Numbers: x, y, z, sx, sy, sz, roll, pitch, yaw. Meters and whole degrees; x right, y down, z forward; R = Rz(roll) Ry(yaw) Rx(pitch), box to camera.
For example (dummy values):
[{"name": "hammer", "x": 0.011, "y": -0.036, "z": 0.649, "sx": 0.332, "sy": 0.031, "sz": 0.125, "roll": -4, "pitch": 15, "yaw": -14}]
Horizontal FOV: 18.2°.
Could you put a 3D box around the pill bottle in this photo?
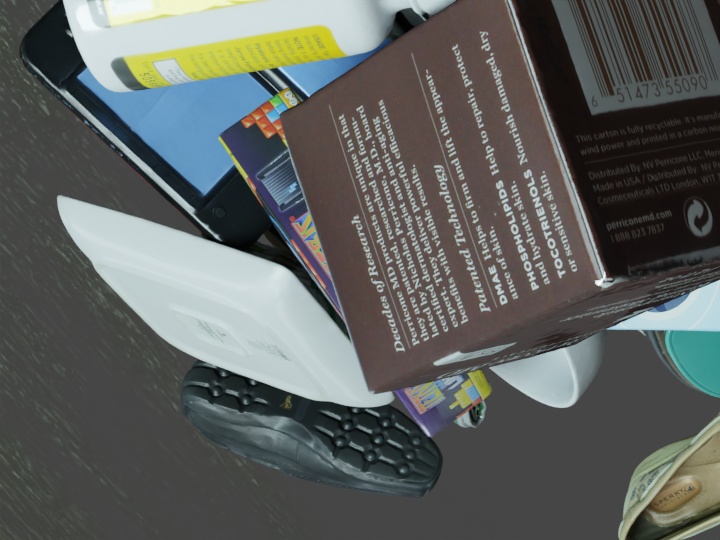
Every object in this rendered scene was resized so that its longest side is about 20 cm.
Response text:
[{"name": "pill bottle", "x": -0.045, "y": -0.160, "z": 1.158, "sx": 0.200, "sy": 0.111, "sz": 0.111, "roll": -7, "pitch": 121, "yaw": 14}]

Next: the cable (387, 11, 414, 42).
[{"name": "cable", "x": -0.020, "y": -0.188, "z": 1.234, "sx": 0.200, "sy": 0.050, "sz": 0.097, "roll": 22, "pitch": 121, "yaw": -7}]

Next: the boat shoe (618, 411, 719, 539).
[{"name": "boat shoe", "x": 0.249, "y": 0.130, "z": 1.489, "sx": 0.073, "sy": 0.063, "sz": 0.200, "roll": 41, "pitch": 132, "yaw": -5}]

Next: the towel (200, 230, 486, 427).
[{"name": "towel", "x": -0.014, "y": 0.043, "z": 1.543, "sx": 0.200, "sy": 0.031, "sz": 0.149, "roll": 19, "pitch": 155, "yaw": 18}]

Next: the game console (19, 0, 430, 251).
[{"name": "game console", "x": -0.086, "y": -0.143, "z": 1.428, "sx": 0.200, "sy": 0.172, "sz": 0.119, "roll": 43, "pitch": 158, "yaw": -3}]

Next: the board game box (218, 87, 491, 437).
[{"name": "board game box", "x": 0.000, "y": 0.000, "z": 1.368, "sx": 0.165, "sy": 0.057, "sz": 0.200, "roll": 56, "pitch": 179, "yaw": 23}]

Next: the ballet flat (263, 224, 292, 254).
[{"name": "ballet flat", "x": -0.071, "y": -0.058, "z": 1.518, "sx": 0.200, "sy": 0.068, "sz": 0.068, "roll": 45, "pitch": 141, "yaw": -6}]

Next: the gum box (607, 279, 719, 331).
[{"name": "gum box", "x": 0.172, "y": -0.053, "z": 1.255, "sx": 0.200, "sy": 0.044, "sz": 0.170, "roll": 0, "pitch": 97, "yaw": 52}]

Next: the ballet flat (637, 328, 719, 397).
[{"name": "ballet flat", "x": 0.191, "y": 0.008, "z": 1.421, "sx": 0.073, "sy": 0.073, "sz": 0.200, "roll": -9, "pitch": 145, "yaw": 32}]

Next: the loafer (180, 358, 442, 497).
[{"name": "loafer", "x": -0.035, "y": 0.119, "z": 1.634, "sx": 0.200, "sy": 0.068, "sz": 0.070, "roll": 19, "pitch": 149, "yaw": 11}]

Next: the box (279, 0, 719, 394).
[{"name": "box", "x": 0.095, "y": -0.051, "z": 1.180, "sx": 0.200, "sy": 0.166, "sz": 0.165, "roll": -29, "pitch": 77, "yaw": 50}]

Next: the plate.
[{"name": "plate", "x": -0.095, "y": 0.030, "z": 1.531, "sx": 0.200, "sy": 0.032, "sz": 0.200, "roll": 17, "pitch": 160, "yaw": 31}]

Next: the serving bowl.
[{"name": "serving bowl", "x": 0.089, "y": -0.009, "z": 1.434, "sx": 0.200, "sy": 0.066, "sz": 0.200, "roll": 45, "pitch": 166, "yaw": 15}]
